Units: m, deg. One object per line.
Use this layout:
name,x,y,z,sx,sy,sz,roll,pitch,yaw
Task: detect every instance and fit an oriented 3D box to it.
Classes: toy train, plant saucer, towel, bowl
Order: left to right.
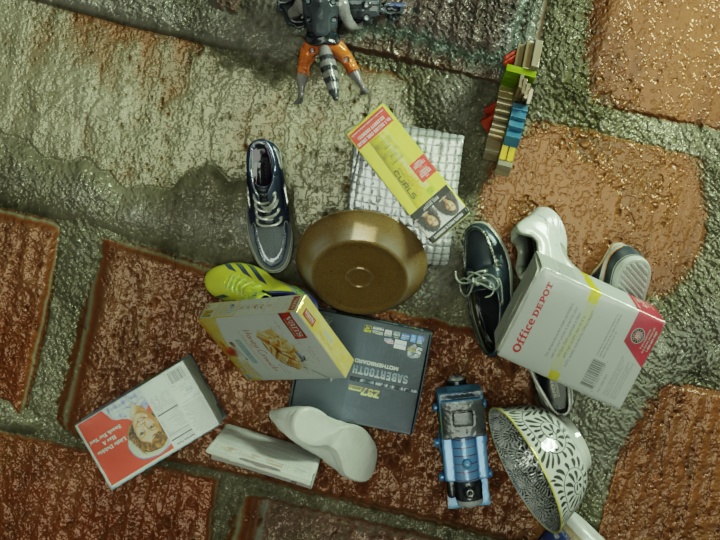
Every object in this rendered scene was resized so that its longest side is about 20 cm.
plant saucer,0.000,0.000,1.610,0.196,0.036,0.203,3,132,4
towel,0.064,-0.115,1.639,0.162,0.086,0.204,6,95,3
toy train,0.153,0.261,1.640,0.085,0.114,0.204,-5,93,3
bowl,0.276,0.272,1.608,0.093,0.201,0.203,-25,92,-12

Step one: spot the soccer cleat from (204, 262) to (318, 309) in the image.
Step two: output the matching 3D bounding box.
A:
soccer cleat,-0.155,0.034,1.634,0.197,0.083,0.066,19,99,22

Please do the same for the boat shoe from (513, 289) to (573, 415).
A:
boat shoe,0.275,0.123,1.653,0.071,0.066,0.204,-13,93,3

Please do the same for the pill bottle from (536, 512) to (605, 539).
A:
pill bottle,0.286,0.468,1.650,0.111,0.111,0.201,40,93,-1

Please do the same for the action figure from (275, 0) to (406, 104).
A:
action figure,-0.027,-0.355,1.619,0.196,0.105,0.197,-6,103,4

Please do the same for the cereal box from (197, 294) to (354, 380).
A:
cereal box,-0.123,0.101,1.593,0.197,0.040,0.145,-6,133,38

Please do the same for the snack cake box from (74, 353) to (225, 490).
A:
snack cake box,-0.319,0.230,1.676,0.198,0.067,0.116,-30,94,3

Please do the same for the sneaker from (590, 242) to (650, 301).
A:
sneaker,0.380,0.054,1.646,0.077,0.080,0.203,5,118,-14

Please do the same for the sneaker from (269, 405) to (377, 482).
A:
sneaker,-0.055,0.252,1.655,0.200,0.088,0.076,40,67,-36

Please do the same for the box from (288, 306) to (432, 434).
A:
box,0.000,0.151,1.670,0.196,0.051,0.161,12,94,2

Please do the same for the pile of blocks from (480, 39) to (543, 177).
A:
pile of blocks,0.216,-0.245,1.626,0.061,0.082,0.204,13,94,1

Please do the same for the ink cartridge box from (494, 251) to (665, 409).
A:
ink cartridge box,0.307,0.083,1.563,0.197,0.084,0.147,24,107,-5

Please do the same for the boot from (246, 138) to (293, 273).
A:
boot,-0.143,-0.095,1.640,0.071,0.090,0.204,-7,93,2

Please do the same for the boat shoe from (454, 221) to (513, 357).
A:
boat shoe,0.186,0.029,1.643,0.074,0.061,0.204,-6,94,37

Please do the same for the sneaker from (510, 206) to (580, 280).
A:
sneaker,0.275,0.013,1.625,0.098,0.078,0.203,-22,84,-37

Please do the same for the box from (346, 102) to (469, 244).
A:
box,0.069,-0.139,1.569,0.075,0.050,0.201,-37,91,7

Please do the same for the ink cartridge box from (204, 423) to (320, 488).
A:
ink cartridge box,-0.143,0.285,1.607,0.158,0.200,0.051,17,96,1
